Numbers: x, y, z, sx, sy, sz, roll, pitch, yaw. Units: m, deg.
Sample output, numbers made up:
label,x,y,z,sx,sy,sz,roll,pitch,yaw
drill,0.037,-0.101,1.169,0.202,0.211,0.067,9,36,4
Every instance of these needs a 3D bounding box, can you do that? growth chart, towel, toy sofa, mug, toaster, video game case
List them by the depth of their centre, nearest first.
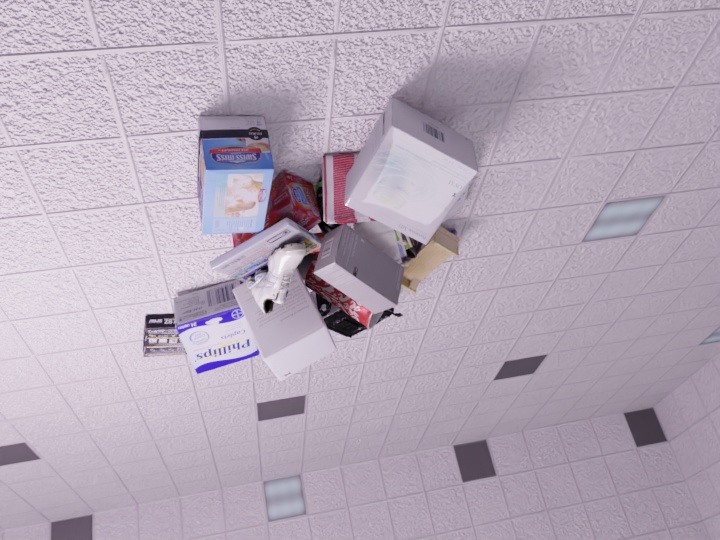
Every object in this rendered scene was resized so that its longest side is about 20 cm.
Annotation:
label,x,y,z,sx,sy,sz,roll,pitch,yaw
towel,0.015,-0.177,1.483,0.195,0.148,0.023,-4,-168,-16
video game case,-0.199,-0.037,1.489,0.197,0.022,0.182,-29,161,13
growth chart,0.053,-0.073,1.585,0.141,0.018,0.204,-10,127,1
mug,-0.020,0.020,1.723,0.197,0.180,0.134,28,170,14
toy sofa,0.169,-0.039,1.818,0.082,0.099,0.200,27,135,-22
toaster,-0.017,0.089,1.900,0.179,0.121,0.199,-29,147,26

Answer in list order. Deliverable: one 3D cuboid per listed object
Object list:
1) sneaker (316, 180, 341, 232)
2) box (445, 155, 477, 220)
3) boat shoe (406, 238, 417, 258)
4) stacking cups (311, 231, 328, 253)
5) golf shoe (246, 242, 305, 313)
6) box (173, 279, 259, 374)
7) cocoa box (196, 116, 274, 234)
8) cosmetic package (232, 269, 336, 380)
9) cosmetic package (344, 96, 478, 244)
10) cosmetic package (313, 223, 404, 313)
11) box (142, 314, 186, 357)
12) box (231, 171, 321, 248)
label,x,y,z,sx,sy,sz,roll,pitch,yaw
sneaker,-0.066,-0.122,1.567,0.075,0.085,0.201,-12,150,-1
box,0.189,-0.175,1.584,0.143,0.036,0.201,-33,157,-21
boat shoe,0.068,-0.074,1.721,0.197,0.066,0.072,14,142,-37
stacking cups,-0.163,-0.056,1.615,0.195,0.062,0.061,-7,152,15
golf shoe,-0.168,0.018,1.490,0.077,0.099,0.200,-5,153,-40
box,-0.372,0.148,1.806,0.179,0.106,0.203,-16,136,-6
cocoa box,-0.248,-0.181,1.346,0.130,0.134,0.201,-3,148,-17
cosmetic package,-0.180,0.120,1.661,0.164,0.202,0.168,-27,154,-6
cosmetic package,0.097,-0.194,1.385,0.196,0.124,0.201,23,127,-15
cosmetic package,0.000,0.000,1.542,0.198,0.109,0.089,31,145,-29
box,-0.499,0.179,1.916,0.195,0.050,0.162,-2,145,-21
box,-0.190,-0.111,1.517,0.198,0.102,0.094,-34,146,31
